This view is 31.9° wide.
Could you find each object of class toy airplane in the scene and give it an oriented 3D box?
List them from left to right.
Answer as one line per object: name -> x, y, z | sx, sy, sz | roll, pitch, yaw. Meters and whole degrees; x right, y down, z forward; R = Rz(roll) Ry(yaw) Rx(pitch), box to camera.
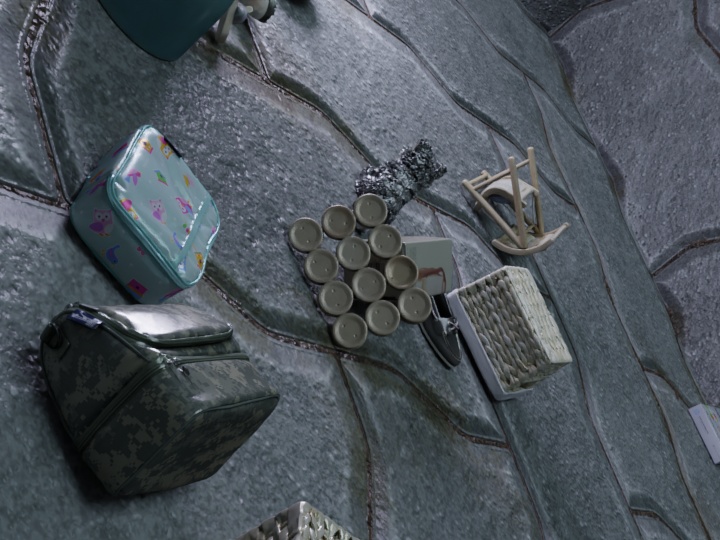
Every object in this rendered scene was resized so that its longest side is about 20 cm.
toy airplane -> -0.171, -0.467, 1.875 | 0.140, 0.200, 0.201 | 14, 48, -43

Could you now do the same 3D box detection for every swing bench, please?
swing bench -> 0.326, -0.131, 2.618 | 0.202, 0.129, 0.199 | 64, 21, -1

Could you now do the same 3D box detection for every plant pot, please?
plant pot -> -0.247, -0.411, 1.694 | 0.201, 0.160, 0.202 | 45, 26, -30

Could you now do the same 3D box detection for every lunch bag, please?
lunch bag -> -0.196, 0.106, 1.196 | 0.168, 0.140, 0.200 | 48, 18, 17
lunch bag -> -0.229, -0.061, 1.398 | 0.161, 0.077, 0.201 | 51, 23, -20

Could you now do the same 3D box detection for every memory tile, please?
memory tile -> 0.000, 0.000, 1.749 | 0.017, 0.152, 0.202 | 109, -43, -71

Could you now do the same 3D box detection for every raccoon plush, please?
raccoon plush -> 0.070, -0.129, 2.045 | 0.097, 0.133, 0.201 | 49, 24, -24

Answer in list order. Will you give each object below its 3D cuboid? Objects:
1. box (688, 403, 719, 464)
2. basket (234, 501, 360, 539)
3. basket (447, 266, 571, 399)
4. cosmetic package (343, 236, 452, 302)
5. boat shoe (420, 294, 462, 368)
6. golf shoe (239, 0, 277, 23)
box -> 0.940, 0.435, 3.328 | 0.199, 0.041, 0.157 | 17, 46, -58
basket -> -0.064, 0.335, 1.177 | 0.123, 0.135, 0.201 | 45, 25, -25
basket -> 0.258, 0.103, 2.154 | 0.135, 0.123, 0.202 | 5, 58, -63
cosmetic package -> 0.059, -0.004, 1.884 | 0.200, 0.102, 0.088 | -8, 99, -65
boat shoe -> 0.121, 0.057, 2.025 | 0.202, 0.057, 0.067 | 64, 22, 11
golf shoe -> -0.205, -0.480, 2.014 | 0.088, 0.077, 0.201 | -16, 73, -47
